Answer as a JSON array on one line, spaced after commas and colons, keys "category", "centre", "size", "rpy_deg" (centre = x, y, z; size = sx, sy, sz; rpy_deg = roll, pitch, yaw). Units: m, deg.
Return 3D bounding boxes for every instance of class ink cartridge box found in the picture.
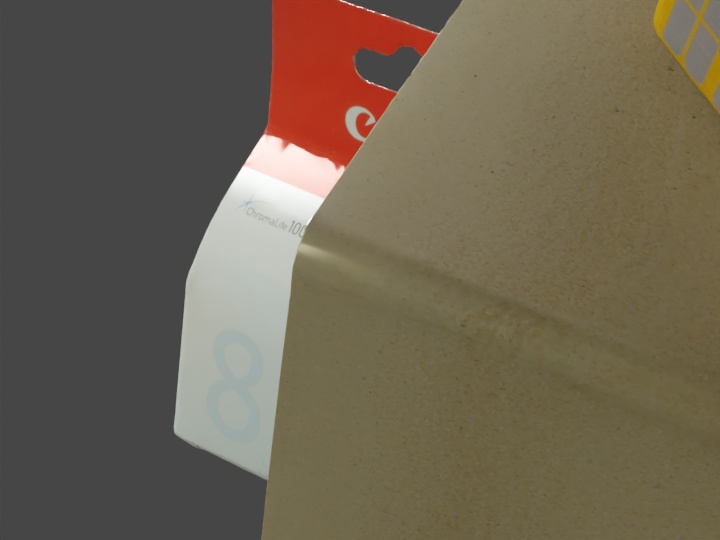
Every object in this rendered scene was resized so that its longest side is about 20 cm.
[{"category": "ink cartridge box", "centre": [0.000, 0.000, 1.199], "size": [0.160, 0.047, 0.201], "rpy_deg": [23, 119, 38]}]

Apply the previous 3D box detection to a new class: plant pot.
[{"category": "plant pot", "centre": [0.090, 0.033, 0.992], "size": [0.176, 0.200, 0.200], "rpy_deg": [22, 136, 14]}]

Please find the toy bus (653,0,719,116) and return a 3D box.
[{"category": "toy bus", "centre": [0.154, -0.064, 0.924], "size": [0.200, 0.065, 0.078], "rpy_deg": [55, 154, 24]}]
